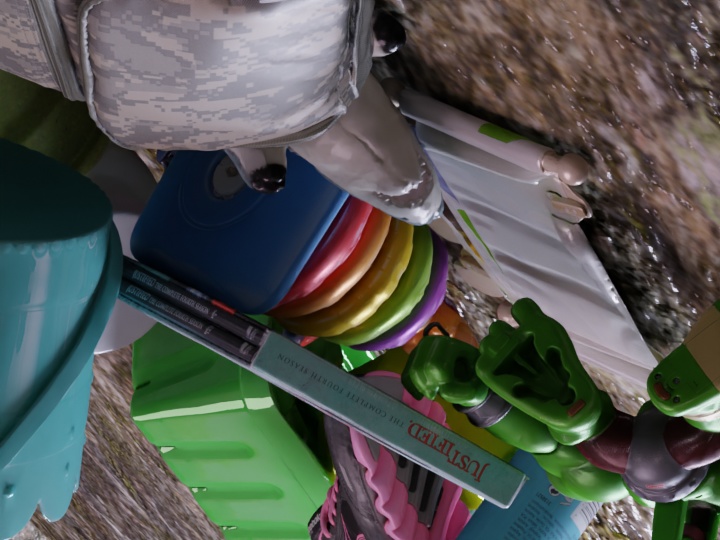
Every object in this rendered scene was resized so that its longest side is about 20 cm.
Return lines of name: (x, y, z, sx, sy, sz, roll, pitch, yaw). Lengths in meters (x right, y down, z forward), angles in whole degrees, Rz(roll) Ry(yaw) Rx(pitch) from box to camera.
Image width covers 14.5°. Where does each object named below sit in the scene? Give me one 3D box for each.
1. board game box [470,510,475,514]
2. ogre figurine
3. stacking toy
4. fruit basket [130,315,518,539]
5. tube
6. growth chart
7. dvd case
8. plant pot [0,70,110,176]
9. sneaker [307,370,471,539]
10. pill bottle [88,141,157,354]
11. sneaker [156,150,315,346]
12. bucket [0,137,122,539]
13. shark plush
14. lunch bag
board game box: (-0.028, 0.202, 1.781, 0.043, 0.199, 0.200, 46, 164, -13)
ogre figurine: (0.127, 0.065, 1.174, 0.199, 0.098, 0.120, -15, 146, 17)
stacking toy: (0.000, 0.000, 1.349, 0.116, 0.110, 0.200, 24, 169, 48)
fruit basket: (-0.003, 0.071, 1.533, 0.215, 0.156, 0.216, -1, 143, -1)
tube: (0.064, 0.153, 1.399, 0.050, 0.200, 0.077, 17, 155, 49)
growth chart: (0.074, -0.012, 1.259, 0.145, 0.018, 0.200, 29, 162, 39)
dvd case: (-0.030, 0.045, 1.258, 0.146, 0.022, 0.200, 31, 178, -29)
plant pot: (-0.244, -0.129, 1.428, 0.200, 0.200, 0.185, 27, 149, 43)
sneaker: (0.008, 0.126, 1.439, 0.095, 0.079, 0.200, 4, 139, 28)
pill bottle: (-0.173, -0.039, 1.527, 0.113, 0.113, 0.200, 53, 176, -40)
sneaker: (-0.074, -0.043, 1.404, 0.200, 0.085, 0.075, 43, 165, -8)
bucket: (-0.206, 0.018, 1.245, 0.206, 0.135, 0.207, 14, -163, -4)
shark plush: (-0.048, -0.086, 1.236, 0.200, 0.091, 0.083, 29, 178, 32)
lunch bag: (-0.069, -0.130, 1.061, 0.167, 0.140, 0.200, 22, 164, 5)
